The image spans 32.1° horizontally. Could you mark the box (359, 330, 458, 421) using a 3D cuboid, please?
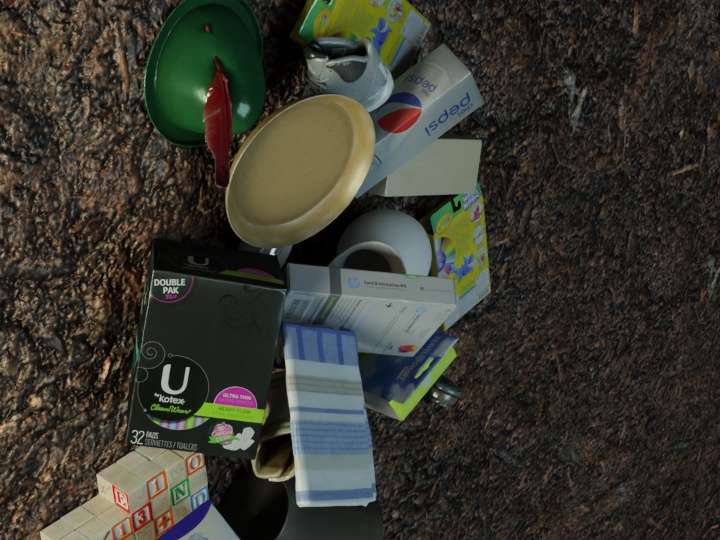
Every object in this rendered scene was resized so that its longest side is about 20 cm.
[{"bbox_3d":[0.029,0.118,1.619,0.122,0.199,0.048,-48,129,-23],"label":"box"}]

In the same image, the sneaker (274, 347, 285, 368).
[{"bbox_3d":[-0.093,0.089,1.544,0.199,0.090,0.075,-19,123,-46],"label":"sneaker"}]

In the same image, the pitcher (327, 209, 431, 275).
[{"bbox_3d":[0.000,0.000,1.580,0.122,0.171,0.200,66,18,-7],"label":"pitcher"}]

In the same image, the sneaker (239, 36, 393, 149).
[{"bbox_3d":[-0.063,-0.201,1.400,0.199,0.075,0.116,-34,146,-6],"label":"sneaker"}]

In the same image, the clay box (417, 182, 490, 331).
[{"bbox_3d":[0.131,-0.026,1.800,0.115,0.047,0.201,-37,133,-34],"label":"clay box"}]

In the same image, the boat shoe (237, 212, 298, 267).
[{"bbox_3d":[-0.106,-0.061,1.471,0.069,0.072,0.201,44,76,-36],"label":"boat shoe"}]

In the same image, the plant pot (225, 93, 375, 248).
[{"bbox_3d":[-0.070,-0.114,1.390,0.199,0.027,0.201,-28,142,-24],"label":"plant pot"}]

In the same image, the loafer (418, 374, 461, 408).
[{"bbox_3d":[0.060,0.148,1.680,0.072,0.200,0.063,24,94,-39],"label":"loafer"}]

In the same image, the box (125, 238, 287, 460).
[{"bbox_3d":[-0.171,0.084,1.368,0.147,0.124,0.201,9,106,-12],"label":"box"}]

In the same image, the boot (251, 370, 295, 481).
[{"bbox_3d":[-0.101,0.188,1.476,0.072,0.199,0.155,48,36,-16],"label":"boot"}]

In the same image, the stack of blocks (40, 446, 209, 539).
[{"bbox_3d":[-0.271,0.286,1.455,0.200,0.058,0.116,-31,131,-39],"label":"stack of blocks"}]

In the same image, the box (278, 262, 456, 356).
[{"bbox_3d":[-0.008,0.049,1.453,0.156,0.199,0.041,123,-31,-59],"label":"box"}]

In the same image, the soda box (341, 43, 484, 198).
[{"bbox_3d":[0.048,-0.180,1.509,0.200,0.064,0.068,-37,146,-1],"label":"soda box"}]

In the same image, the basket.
[{"bbox_3d":[-0.085,0.346,1.664,0.181,0.136,0.200,-56,139,-5],"label":"basket"}]

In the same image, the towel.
[{"bbox_3d":[-0.037,0.161,1.378,0.147,0.024,0.202,12,68,-57],"label":"towel"}]

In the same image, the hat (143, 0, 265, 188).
[{"bbox_3d":[-0.113,-0.180,1.300,0.165,0.175,0.201,23,91,-53],"label":"hat"}]

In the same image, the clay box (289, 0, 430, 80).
[{"bbox_3d":[-0.005,-0.289,1.475,0.200,0.047,0.115,29,88,-53],"label":"clay box"}]

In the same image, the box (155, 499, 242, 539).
[{"bbox_3d":[-0.221,0.390,1.457,0.184,0.105,0.200,-36,162,-26],"label":"box"}]

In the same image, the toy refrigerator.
[{"bbox_3d":[0.073,-0.142,1.649,0.199,0.070,0.077,-7,107,-50],"label":"toy refrigerator"}]
